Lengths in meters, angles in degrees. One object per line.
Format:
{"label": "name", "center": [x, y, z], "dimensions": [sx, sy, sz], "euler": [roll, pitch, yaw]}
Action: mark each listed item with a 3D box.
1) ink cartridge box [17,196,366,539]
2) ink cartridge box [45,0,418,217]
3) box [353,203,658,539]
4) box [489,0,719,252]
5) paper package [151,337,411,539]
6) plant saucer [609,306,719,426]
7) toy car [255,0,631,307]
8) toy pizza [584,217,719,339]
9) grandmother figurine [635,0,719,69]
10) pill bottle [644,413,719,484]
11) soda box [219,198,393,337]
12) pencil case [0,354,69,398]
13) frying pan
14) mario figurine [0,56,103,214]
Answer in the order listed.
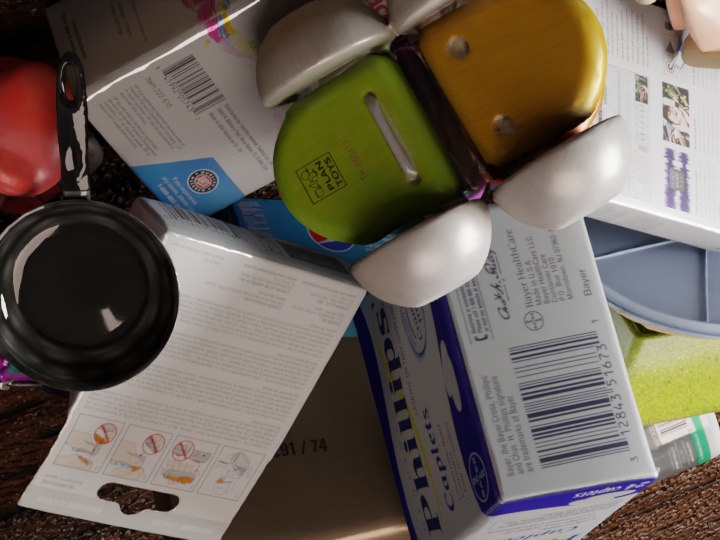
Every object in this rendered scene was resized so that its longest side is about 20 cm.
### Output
{"label": "ink cartridge box", "center": [-0.109, 0.065, 1.510], "dimensions": [0.160, 0.047, 0.200], "euler": [17, 111, -39]}
{"label": "ink cartridge box", "center": [-0.059, -0.134, 1.445], "dimensions": [0.200, 0.085, 0.145], "euler": [-27, 141, 8]}
{"label": "box", "center": [0.083, 0.074, 1.520], "dimensions": [0.105, 0.184, 0.200], "euler": [-10, 163, -15]}
{"label": "box", "center": [0.165, -0.100, 1.544], "dimensions": [0.200, 0.145, 0.036], "euler": [14, 159, -36]}
{"label": "paper package", "center": [-0.043, 0.134, 1.670], "dimensions": [0.200, 0.191, 0.104], "euler": [-11, 144, -10]}
{"label": "plant saucer", "center": [0.220, 0.011, 1.654], "dimensions": [0.200, 0.200, 0.048], "euler": [-10, 129, -15]}
{"label": "toy car", "center": [0.048, -0.086, 1.385], "dimensions": [0.200, 0.175, 0.150], "euler": [-30, 177, 7]}
{"label": "toy pizza", "center": [0.223, -0.013, 1.619], "dimensions": [0.200, 0.200, 0.032], "euler": [-7, 130, -17]}
{"label": "grandmother figurine", "center": [0.195, -0.210, 1.489], "dimensions": [0.060, 0.121, 0.200], "euler": [9, 144, 32]}
{"label": "pill bottle", "center": [0.154, 0.121, 1.807], "dimensions": [0.200, 0.113, 0.113], "euler": [-22, 141, 1]}
{"label": "soda box", "center": [0.000, 0.000, 1.639], "dimensions": [0.200, 0.064, 0.068], "euler": [2, 135, -26]}
{"label": "pencil case", "center": [-0.158, 0.055, 1.543], "dimensions": [0.085, 0.093, 0.200], "euler": [-7, 155, 45]}
{"label": "frying pan", "center": [-0.174, -0.020, 1.402], "dimensions": [0.115, 0.031, 0.190], "euler": [-22, 106, 5]}
{"label": "mario figurine", "center": [-0.237, -0.065, 1.470], "dimensions": [0.200, 0.106, 0.123], "euler": [-40, 175, 36]}
